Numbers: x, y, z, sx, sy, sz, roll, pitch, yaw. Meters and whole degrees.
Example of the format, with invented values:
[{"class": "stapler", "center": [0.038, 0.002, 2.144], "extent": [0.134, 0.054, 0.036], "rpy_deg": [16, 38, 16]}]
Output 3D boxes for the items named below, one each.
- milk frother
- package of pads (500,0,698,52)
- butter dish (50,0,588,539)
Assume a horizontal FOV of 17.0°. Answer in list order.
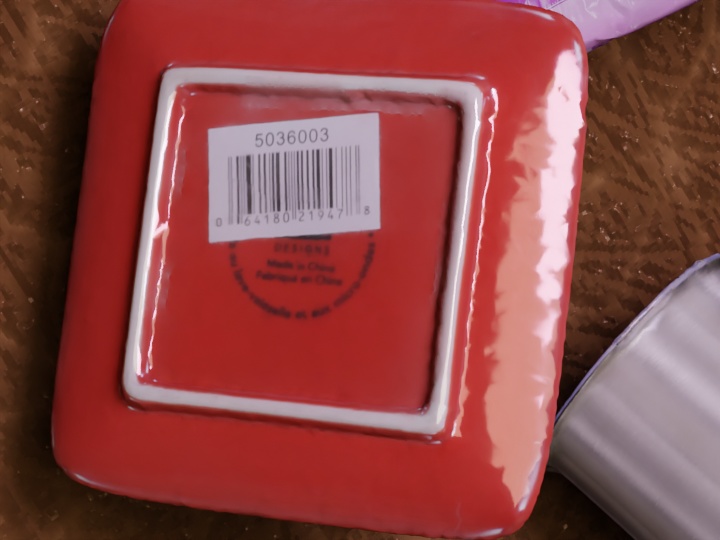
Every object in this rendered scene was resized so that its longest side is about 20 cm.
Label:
[{"class": "milk frother", "center": [0.208, 0.080, 1.016], "extent": [0.188, 0.200, 0.181], "rpy_deg": [43, 93, 16]}, {"class": "package of pads", "center": [0.106, -0.162, 0.985], "extent": [0.200, 0.076, 0.121], "rpy_deg": [-24, 97, 9]}, {"class": "butter dish", "center": [0.000, 0.000, 0.947], "extent": [0.200, 0.148, 0.200], "rpy_deg": [5, 84, 21]}]
